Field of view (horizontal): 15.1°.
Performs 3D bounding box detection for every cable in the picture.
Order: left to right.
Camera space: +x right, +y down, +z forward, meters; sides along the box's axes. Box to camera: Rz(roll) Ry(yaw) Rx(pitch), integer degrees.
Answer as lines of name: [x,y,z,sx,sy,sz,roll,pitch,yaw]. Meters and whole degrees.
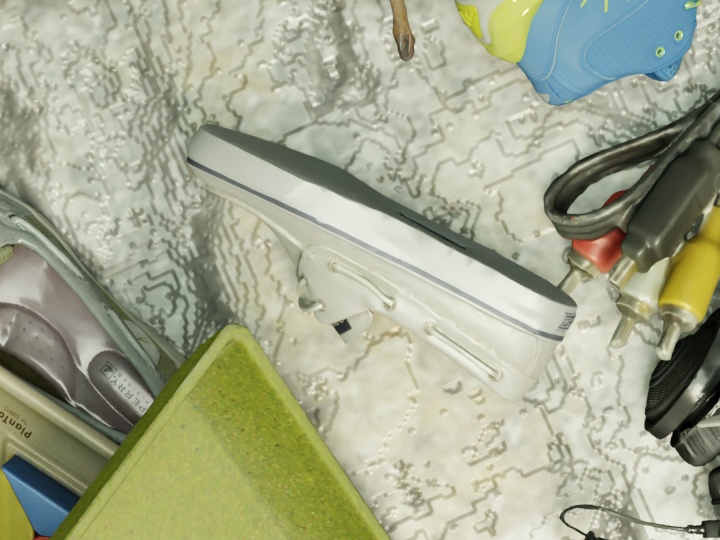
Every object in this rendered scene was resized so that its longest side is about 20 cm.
cable: [0.165,-0.055,1.293,0.097,0.050,0.200,32,76,32]

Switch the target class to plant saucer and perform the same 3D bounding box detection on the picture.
plant saucer: [-0.080,0.156,1.224,0.200,0.048,0.200,-54,131,-27]

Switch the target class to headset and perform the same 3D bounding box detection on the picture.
headset: [0.180,0.083,1.258,0.200,0.094,0.124,-31,89,-9]

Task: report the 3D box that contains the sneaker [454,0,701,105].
sneaker: [0.137,-0.155,1.281,0.200,0.076,0.105,-37,119,-8]

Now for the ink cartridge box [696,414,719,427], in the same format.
ink cartridge box: [0.247,0.006,1.209,0.200,0.115,0.068,-19,90,-22]

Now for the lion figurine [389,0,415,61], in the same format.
lion figurine: [-0.033,-0.196,1.257,0.072,0.123,0.200,-30,126,-8]

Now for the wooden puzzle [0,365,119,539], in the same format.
wooden puzzle: [-0.204,0.136,1.275,0.185,0.046,0.200,34,107,2]

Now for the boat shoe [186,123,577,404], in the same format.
boat shoe: [0.000,0.000,1.280,0.200,0.071,0.070,27,100,2]

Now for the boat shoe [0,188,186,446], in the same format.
boat shoe: [-0.160,0.018,1.287,0.202,0.065,0.074,41,92,2]
